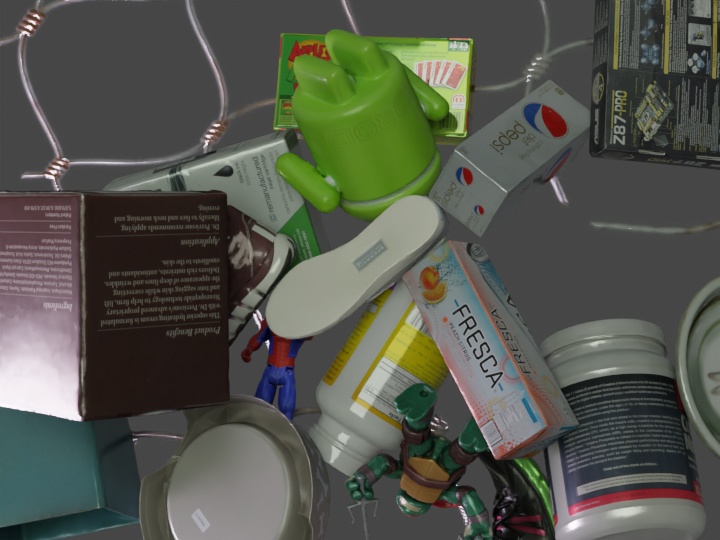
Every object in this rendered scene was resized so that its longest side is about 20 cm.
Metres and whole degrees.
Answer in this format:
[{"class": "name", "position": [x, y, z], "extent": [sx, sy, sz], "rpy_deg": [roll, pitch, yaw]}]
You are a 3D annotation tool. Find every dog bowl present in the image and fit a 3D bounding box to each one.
[{"class": "dog bowl", "position": [-0.116, 0.221, 1.626], "extent": [0.199, 0.059, 0.201], "rpy_deg": [-7, 75, 29]}]

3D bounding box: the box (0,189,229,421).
[{"class": "box", "position": [-0.232, 0.025, 1.553], "extent": [0.164, 0.165, 0.201], "rpy_deg": [3, 94, 47]}]

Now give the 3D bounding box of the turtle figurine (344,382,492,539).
[{"class": "turtle figurine", "position": [0.061, 0.198, 1.612], "extent": [0.149, 0.200, 0.101], "rpy_deg": [11, 45, -4]}]

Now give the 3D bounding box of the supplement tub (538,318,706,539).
[{"class": "supplement tub", "position": [0.240, 0.160, 1.582], "extent": [0.140, 0.140, 0.201], "rpy_deg": [-9, 66, 9]}]

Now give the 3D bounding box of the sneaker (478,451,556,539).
[{"class": "sneaker", "position": [0.156, 0.245, 1.633], "extent": [0.084, 0.077, 0.201], "rpy_deg": [-28, 77, 1]}]

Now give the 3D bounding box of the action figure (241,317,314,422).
[{"class": "action figure", "position": [-0.087, 0.109, 1.687], "extent": [0.065, 0.099, 0.201], "rpy_deg": [7, 81, 10]}]

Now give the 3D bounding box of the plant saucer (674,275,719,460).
[{"class": "plant saucer", "position": [0.365, 0.103, 1.599], "extent": [0.199, 0.050, 0.201], "rpy_deg": [9, 71, -27]}]

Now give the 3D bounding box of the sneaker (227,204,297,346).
[{"class": "sneaker", "position": [-0.160, 0.022, 1.645], "extent": [0.115, 0.076, 0.200], "rpy_deg": [37, 95, -3]}]

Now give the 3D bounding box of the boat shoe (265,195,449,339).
[{"class": "boat shoe", "position": [0.000, 0.000, 1.621], "extent": [0.200, 0.068, 0.072], "rpy_deg": [-42, 67, 8]}]

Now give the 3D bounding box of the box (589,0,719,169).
[{"class": "box", "position": [0.310, -0.204, 1.657], "extent": [0.160, 0.049, 0.201], "rpy_deg": [4, 83, -13]}]

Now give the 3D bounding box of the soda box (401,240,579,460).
[{"class": "soda box", "position": [0.118, 0.073, 1.547], "extent": [0.064, 0.068, 0.201], "rpy_deg": [-36, 69, 26]}]

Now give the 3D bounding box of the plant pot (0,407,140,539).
[{"class": "plant pot", "position": [-0.312, 0.160, 1.700], "extent": [0.141, 0.141, 0.201], "rpy_deg": [-12, 74, 8]}]

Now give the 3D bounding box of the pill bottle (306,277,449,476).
[{"class": "pill bottle", "position": [0.025, 0.103, 1.661], "extent": [0.104, 0.104, 0.200], "rpy_deg": [32, 89, 13]}]

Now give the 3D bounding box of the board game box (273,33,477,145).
[{"class": "board game box", "position": [0.016, -0.185, 1.732], "extent": [0.199, 0.048, 0.102], "rpy_deg": [3, 82, 10]}]

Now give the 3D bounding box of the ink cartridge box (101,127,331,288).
[{"class": "ink cartridge box", "position": [-0.144, -0.044, 1.703], "extent": [0.199, 0.083, 0.147], "rpy_deg": [-16, 100, 8]}]

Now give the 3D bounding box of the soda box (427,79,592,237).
[{"class": "soda box", "position": [0.150, -0.110, 1.626], "extent": [0.068, 0.200, 0.064], "rpy_deg": [39, 131, 12]}]

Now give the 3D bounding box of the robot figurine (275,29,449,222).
[{"class": "robot figurine", "position": [0.008, -0.131, 1.626], "extent": [0.175, 0.200, 0.116], "rpy_deg": [-42, 38, -21]}]
